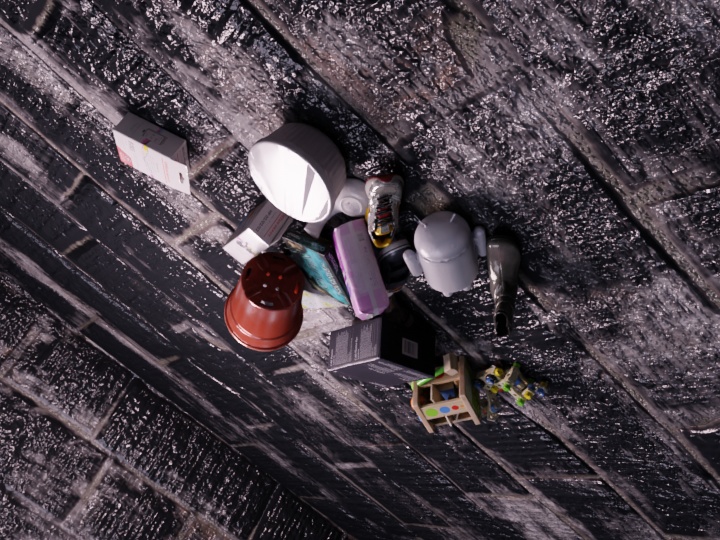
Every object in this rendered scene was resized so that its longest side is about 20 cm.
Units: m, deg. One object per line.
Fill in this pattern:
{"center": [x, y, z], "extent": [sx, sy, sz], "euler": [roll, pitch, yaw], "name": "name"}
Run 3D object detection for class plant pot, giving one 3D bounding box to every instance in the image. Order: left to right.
{"center": [-0.219, 0.064, 1.833], "extent": [0.199, 0.202, 0.196], "euler": [30, 151, 1], "name": "plant pot"}

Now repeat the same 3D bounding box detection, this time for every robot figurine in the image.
{"center": [0.170, -0.036, 1.521], "extent": [0.168, 0.114, 0.201], "euler": [-20, 136, 2], "name": "robot figurine"}

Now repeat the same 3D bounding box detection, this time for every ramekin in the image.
{"center": [-0.118, -0.202, 1.536], "extent": [0.201, 0.094, 0.203], "euler": [26, 146, 19], "name": "ramekin"}

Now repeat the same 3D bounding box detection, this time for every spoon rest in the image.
{"center": [-0.041, -0.135, 1.635], "extent": [0.099, 0.061, 0.199], "euler": [41, 135, -20], "name": "spoon rest"}

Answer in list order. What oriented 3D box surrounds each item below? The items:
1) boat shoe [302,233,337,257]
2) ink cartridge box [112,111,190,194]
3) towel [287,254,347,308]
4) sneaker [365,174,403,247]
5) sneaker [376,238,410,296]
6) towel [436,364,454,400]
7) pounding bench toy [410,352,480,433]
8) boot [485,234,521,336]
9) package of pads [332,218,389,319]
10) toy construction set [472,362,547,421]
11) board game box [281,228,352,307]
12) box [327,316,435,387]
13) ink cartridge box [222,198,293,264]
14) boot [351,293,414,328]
{"center": [-0.064, -0.027, 1.791], "extent": [0.199, 0.074, 0.063], "euler": [18, 155, 26], "name": "boat shoe"}
{"center": [-0.467, -0.270, 1.789], "extent": [0.198, 0.068, 0.117], "euler": [28, 150, 9], "name": "ink cartridge box"}
{"center": [-0.132, 0.028, 1.958], "extent": [0.199, 0.048, 0.171], "euler": [-5, 137, 46], "name": "towel"}
{"center": [0.051, -0.119, 1.520], "extent": [0.077, 0.083, 0.201], "euler": [-6, 150, -3], "name": "sneaker"}
{"center": [0.073, -0.001, 1.679], "extent": [0.080, 0.078, 0.200], "euler": [65, 162, 13], "name": "sneaker"}
{"center": [0.187, 0.290, 2.058], "extent": [0.200, 0.049, 0.111], "euler": [45, 146, -23], "name": "towel"}
{"center": [0.195, 0.291, 1.921], "extent": [0.154, 0.125, 0.201], "euler": [-15, 131, 20], "name": "pounding bench toy"}
{"center": [0.281, 0.035, 1.501], "extent": [0.067, 0.132, 0.201], "euler": [-1, 142, 16], "name": "boot"}
{"center": [0.000, 0.000, 1.632], "extent": [0.121, 0.075, 0.202], "euler": [121, 132, -80], "name": "package of pads"}
{"center": [0.350, 0.290, 1.881], "extent": [0.131, 0.093, 0.200], "euler": [35, 139, -8], "name": "toy construction set"}
{"center": [-0.091, -0.004, 1.746], "extent": [0.134, 0.028, 0.201], "euler": [24, 154, 35], "name": "board game box"}
{"center": [0.053, 0.203, 1.871], "extent": [0.199, 0.105, 0.181], "euler": [24, 149, -39], "name": "box"}
{"center": [-0.229, -0.101, 1.781], "extent": [0.068, 0.116, 0.199], "euler": [40, 148, -16], "name": "ink cartridge box"}
{"center": [0.025, 0.077, 1.875], "extent": [0.198, 0.070, 0.175], "euler": [-11, 130, 36], "name": "boot"}
